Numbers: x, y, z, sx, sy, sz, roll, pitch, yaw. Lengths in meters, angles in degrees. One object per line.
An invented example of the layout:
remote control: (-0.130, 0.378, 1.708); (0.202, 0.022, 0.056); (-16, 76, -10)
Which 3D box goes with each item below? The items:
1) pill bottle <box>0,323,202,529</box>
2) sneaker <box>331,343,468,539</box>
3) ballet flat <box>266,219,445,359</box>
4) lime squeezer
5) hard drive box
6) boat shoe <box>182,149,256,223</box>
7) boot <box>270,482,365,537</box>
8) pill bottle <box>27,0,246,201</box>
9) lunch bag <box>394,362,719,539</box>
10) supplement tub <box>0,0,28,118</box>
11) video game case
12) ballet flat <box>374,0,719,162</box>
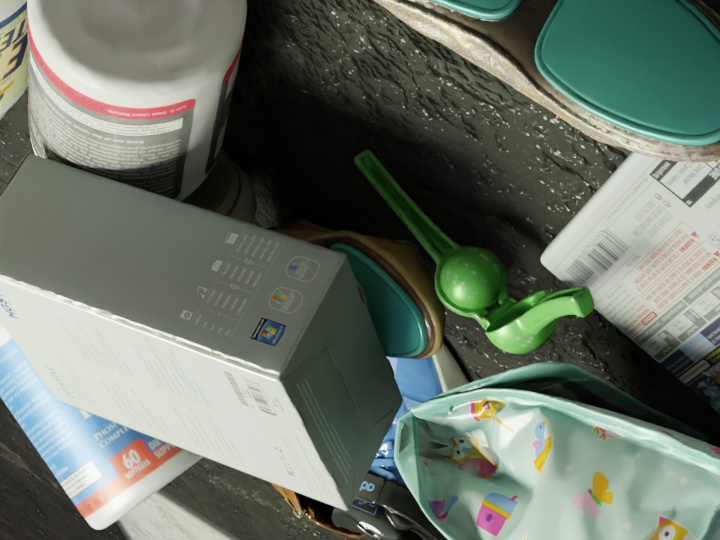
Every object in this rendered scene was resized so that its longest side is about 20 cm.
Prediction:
pill bottle: (-0.183, 0.056, 1.146); (0.201, 0.112, 0.112); (54, 157, 1)
sneaker: (0.015, 0.104, 1.102); (0.076, 0.111, 0.201); (8, 141, 53)
ballet flat: (0.000, 0.000, 1.002); (0.199, 0.063, 0.069); (18, 126, 53)
lime squeezer: (0.058, 0.003, 0.882); (0.071, 0.038, 0.200); (45, 175, -38)
hard drive box: (-0.092, 0.034, 0.950); (0.198, 0.077, 0.156); (18, 154, 23)
boat shoe: (-0.116, -0.037, 1.119); (0.068, 0.075, 0.199); (43, 164, -29)
boot: (-0.076, 0.105, 1.213); (0.200, 0.077, 0.155); (41, -176, -23)
pill bottle: (-0.125, -0.097, 0.959); (0.110, 0.111, 0.200); (38, 156, 7)
lunch bag: (0.130, 0.126, 0.882); (0.170, 0.123, 0.199); (26, 177, -44)
supplement tub: (-0.246, -0.161, 0.998); (0.145, 0.145, 0.200); (40, 158, 2)
video game case: (0.183, 0.014, 0.789); (0.182, 0.023, 0.200); (40, 156, 3)
ballet flat: (0.081, -0.097, 0.716); (0.199, 0.068, 0.067); (36, 177, 26)
